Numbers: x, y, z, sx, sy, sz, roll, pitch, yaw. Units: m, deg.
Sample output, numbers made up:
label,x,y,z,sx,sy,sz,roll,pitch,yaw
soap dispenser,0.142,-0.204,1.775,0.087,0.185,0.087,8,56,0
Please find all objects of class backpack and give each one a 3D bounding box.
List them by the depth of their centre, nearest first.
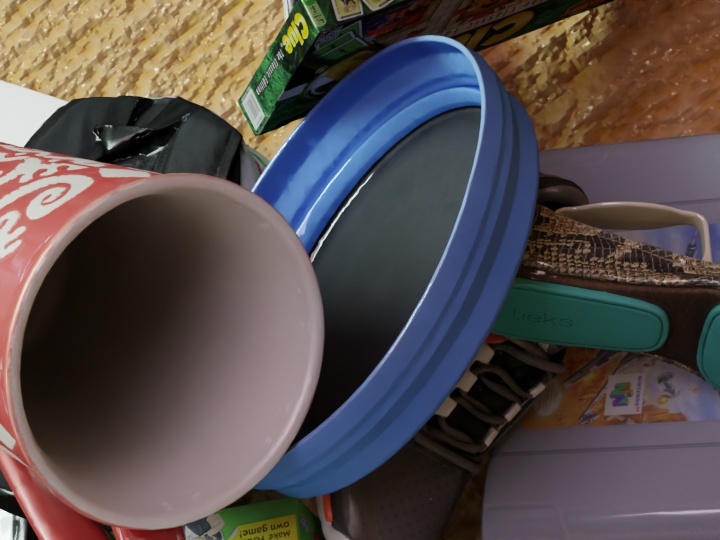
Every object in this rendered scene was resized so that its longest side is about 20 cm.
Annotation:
label,x,y,z,sx,sy,sz,roll,pitch,yaw
backpack,-0.109,0.021,1.292,0.166,0.127,0.201,15,76,18

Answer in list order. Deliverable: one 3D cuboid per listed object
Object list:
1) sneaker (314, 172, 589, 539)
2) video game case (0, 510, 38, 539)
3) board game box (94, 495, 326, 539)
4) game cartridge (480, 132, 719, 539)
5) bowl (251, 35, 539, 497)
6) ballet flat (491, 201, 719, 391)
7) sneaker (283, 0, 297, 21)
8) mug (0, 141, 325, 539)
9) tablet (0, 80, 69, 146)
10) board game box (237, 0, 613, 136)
label,x,y,z,sx,sy,sz,roll,pitch,yaw
sneaker,0.043,0.040,1.180,0.082,0.077,0.201,0,65,42
video game case,-0.245,0.191,1.347,0.199,0.025,0.182,-7,67,23
board game box,-0.100,0.147,1.218,0.199,0.135,0.029,-12,66,14
game cartridge,0.127,0.030,1.209,0.132,0.042,0.201,-7,58,29
bowl,0.000,0.000,1.147,0.201,0.039,0.201,-42,31,33
ballet flat,0.136,0.010,1.138,0.199,0.068,0.076,18,54,7
sneaker,0.002,-0.076,1.299,0.075,0.088,0.201,-27,63,12
mug,-0.129,0.034,1.118,0.200,0.133,0.179,19,90,56
tablet,-0.211,-0.004,1.403,0.130,0.014,0.201,18,72,31
board game box,0.047,-0.120,1.229,0.199,0.105,0.024,-23,79,-24
